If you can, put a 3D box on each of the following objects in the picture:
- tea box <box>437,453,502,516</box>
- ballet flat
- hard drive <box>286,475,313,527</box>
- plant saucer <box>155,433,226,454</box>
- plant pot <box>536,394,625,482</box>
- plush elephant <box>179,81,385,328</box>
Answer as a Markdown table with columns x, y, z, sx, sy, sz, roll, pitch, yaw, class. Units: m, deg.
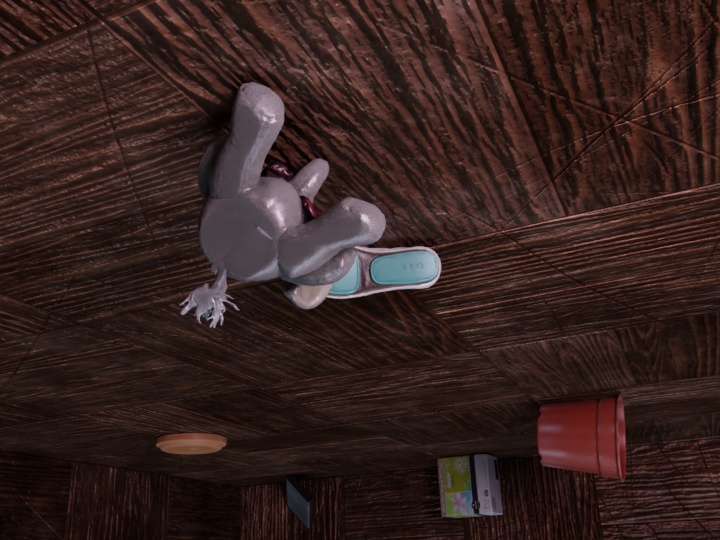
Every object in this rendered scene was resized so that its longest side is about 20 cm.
| x | y | z | sx | sy | sz | roll | pitch | yaw | class |
| --- | --- | --- | --- | --- | --- | --- | --- | --- | --- |
| 0.390 | 0.772 | 2.656 | 0.194 | 0.204 | 0.133 | -14 | 156 | 24 | tea box |
| 0.000 | 0.000 | 0.916 | 0.196 | 0.071 | 0.070 | 0 | 158 | -8 | ballet flat |
| -0.242 | 0.928 | 2.978 | 0.033 | 0.139 | 0.202 | -31 | 144 | -31 | hard drive |
| -0.478 | 0.492 | 2.097 | 0.196 | 0.033 | 0.201 | -2 | 158 | -1 | plant saucer |
| 0.537 | 0.403 | 1.809 | 0.192 | 0.205 | 0.201 | -3 | 160 | 24 | plant pot |
| -0.077 | -0.048 | 0.685 | 0.164 | 0.155 | 0.201 | 39 | 109 | -3 | plush elephant |
